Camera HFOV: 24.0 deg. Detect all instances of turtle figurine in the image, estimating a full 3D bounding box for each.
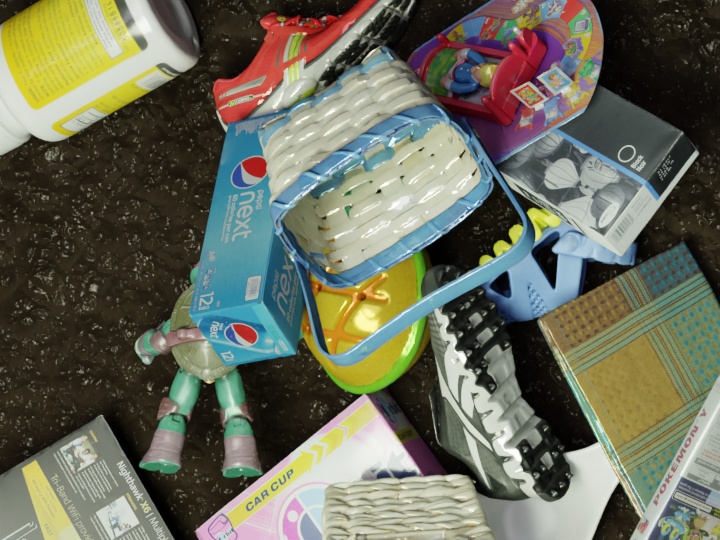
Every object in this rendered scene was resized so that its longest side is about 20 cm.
[{"bbox_3d":[-0.122,0.064,1.383,0.148,0.101,0.202,-1,72,14],"label":"turtle figurine"}]

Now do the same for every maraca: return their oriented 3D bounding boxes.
[{"bbox_3d":[0.000,0.000,1.363,0.137,0.106,0.202,-30,61,37],"label":"maraca"}]

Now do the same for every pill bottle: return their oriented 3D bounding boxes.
[{"bbox_3d":[-0.244,-0.178,1.433,0.199,0.111,0.112,-27,82,14],"label":"pill bottle"}]

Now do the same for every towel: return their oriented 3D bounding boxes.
[{"bbox_3d":[0.238,0.095,1.294,0.146,0.022,0.201,-26,82,-19],"label":"towel"}]

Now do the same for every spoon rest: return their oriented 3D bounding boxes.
[{"bbox_3d":[0.169,0.168,1.332,0.200,0.061,0.100,-41,79,12],"label":"spoon rest"}]

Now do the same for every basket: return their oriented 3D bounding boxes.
[{"bbox_3d":[0.022,-0.049,1.232,0.175,0.139,0.201,-30,49,12],"label":"basket"},{"bbox_3d":[0.033,0.267,1.294,0.134,0.124,0.202,-3,117,-5],"label":"basket"}]

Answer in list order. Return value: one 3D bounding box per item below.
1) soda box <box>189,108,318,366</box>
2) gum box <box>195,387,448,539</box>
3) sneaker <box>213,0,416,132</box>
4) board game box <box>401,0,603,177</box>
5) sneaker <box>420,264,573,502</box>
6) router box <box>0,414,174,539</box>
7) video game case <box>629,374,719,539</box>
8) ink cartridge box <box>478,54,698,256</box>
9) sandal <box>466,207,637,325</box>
[{"bbox_3d":[-0.077,-0.029,1.321,0.064,0.068,0.201,-10,48,21],"label":"soda box"},{"bbox_3d":[-0.029,0.203,1.389,0.200,0.066,0.114,-40,80,13],"label":"gum box"},{"bbox_3d":[-0.044,-0.185,1.392,0.199,0.077,0.085,-37,75,13],"label":"sneaker"},{"bbox_3d":[0.092,-0.156,1.318,0.199,0.039,0.159,-30,48,23],"label":"board game box"},{"bbox_3d":[0.082,0.094,1.304,0.090,0.066,0.201,-21,99,41],"label":"sneaker"},{"bbox_3d":[-0.235,0.249,1.428,0.156,0.052,0.201,-30,81,-12],"label":"router box"},{"bbox_3d":[0.304,0.193,1.255,0.199,0.023,0.184,25,98,-21],"label":"video game case"},{"bbox_3d":[0.153,-0.099,1.296,0.200,0.039,0.100,35,88,42],"label":"ink cartridge box"},{"bbox_3d":[0.141,0.005,1.335,0.200,0.079,0.087,-45,82,14],"label":"sandal"}]
